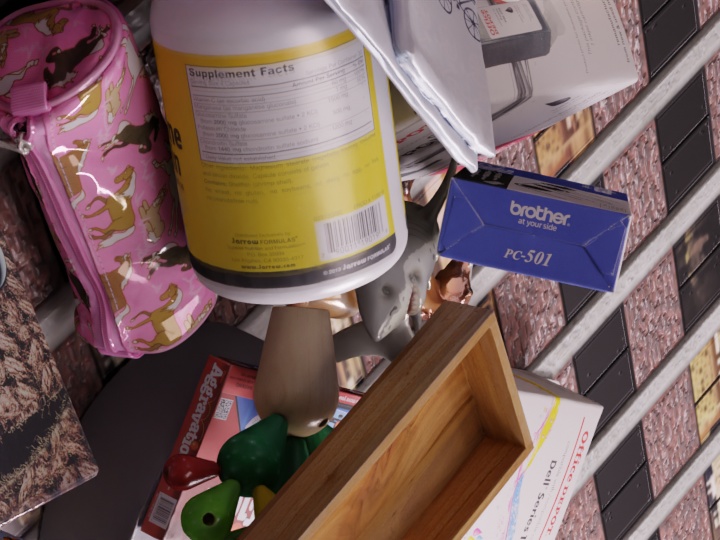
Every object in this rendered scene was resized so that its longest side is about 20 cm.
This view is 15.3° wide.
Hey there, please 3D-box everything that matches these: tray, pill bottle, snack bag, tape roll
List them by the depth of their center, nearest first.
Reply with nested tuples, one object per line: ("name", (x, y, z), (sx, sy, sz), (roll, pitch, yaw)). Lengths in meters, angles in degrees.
("snack bag", (0.012, -0.172, 1.295), (0.200, 0.021, 0.189), (46, 33, -51))
("pill bottle", (-0.042, -0.093, 1.312), (0.112, 0.112, 0.200), (-30, 122, -42))
("tray", (0.013, 0.117, 1.377), (0.200, 0.037, 0.099), (-48, 135, -35))
("tape roll", (-0.090, 0.134, 1.526), (0.200, 0.066, 0.200), (-32, 133, -42))

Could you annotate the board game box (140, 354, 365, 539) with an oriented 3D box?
("board game box", (-0.040, 0.111, 1.504), (0.200, 0.019, 0.103), (17, 96, -56))

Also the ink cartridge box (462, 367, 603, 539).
("ink cartridge box", (0.089, 0.125, 1.768), (0.200, 0.067, 0.117), (12, 100, -56))

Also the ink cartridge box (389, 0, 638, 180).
("ink cartridge box", (0.033, -0.105, 1.465), (0.200, 0.146, 0.085), (-10, 77, -49))

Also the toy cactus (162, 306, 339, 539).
("toy cactus", (-0.041, 0.102, 1.421), (0.200, 0.102, 0.165), (9, 83, -52))

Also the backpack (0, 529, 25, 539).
("backpack", (-0.227, 0.192, 1.255), (0.200, 0.190, 0.154), (-9, 110, -68))

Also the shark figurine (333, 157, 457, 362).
("shark figurine", (0.003, -0.009, 1.470), (0.214, 0.089, 0.128), (92, 12, -78))

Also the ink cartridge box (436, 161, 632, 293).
("ink cartridge box", (0.095, -0.026, 1.438), (0.200, 0.094, 0.044), (-44, 146, -84))

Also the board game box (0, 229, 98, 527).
("board game box", (-0.231, 0.032, 1.155), (0.159, 0.097, 0.200), (-29, 100, -43))

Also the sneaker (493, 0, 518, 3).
("sneaker", (0.118, -0.199, 1.421), (0.200, 0.082, 0.078), (-33, 106, -51))

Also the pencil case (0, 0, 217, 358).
("pencil case", (-0.130, -0.043, 1.346), (0.086, 0.083, 0.200), (-29, 138, -10))

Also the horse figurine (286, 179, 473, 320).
("horse figurine", (0.000, -0.020, 1.572), (0.200, 0.050, 0.133), (-18, 118, -51))
